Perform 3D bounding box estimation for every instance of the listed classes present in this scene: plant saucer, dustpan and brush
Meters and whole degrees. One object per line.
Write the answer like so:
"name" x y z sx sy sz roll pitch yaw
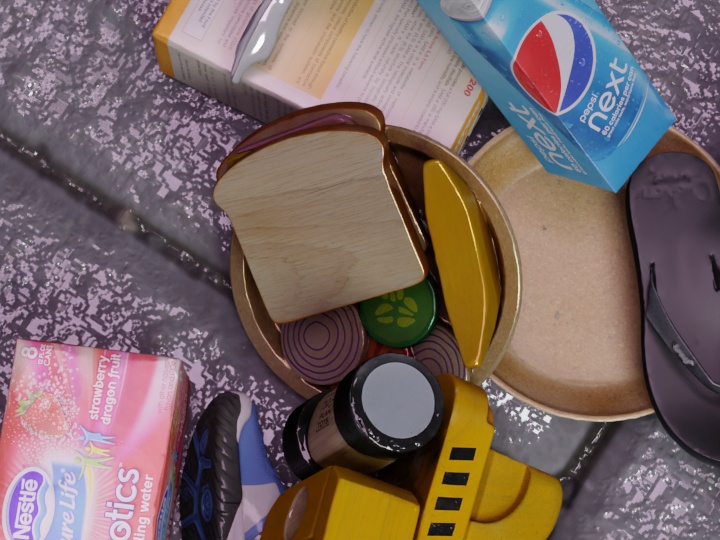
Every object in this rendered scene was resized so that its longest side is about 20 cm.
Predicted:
"plant saucer" 0.145 -0.003 1.208 0.200 0.035 0.201 0 77 -2
"dustpan and brush" -0.018 -0.195 1.146 0.057 0.140 0.200 20 101 -9

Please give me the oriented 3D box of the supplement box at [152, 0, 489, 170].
"supplement box" -0.013 -0.144 1.216 0.200 0.074 0.126 27 77 5

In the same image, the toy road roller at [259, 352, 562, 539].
"toy road roller" 0.025 0.152 1.082 0.146 0.123 0.200 23 66 -13

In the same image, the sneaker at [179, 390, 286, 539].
"sneaker" -0.059 0.171 1.155 0.077 0.076 0.200 -4 78 -23

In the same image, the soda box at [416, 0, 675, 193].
"soda box" 0.099 -0.136 1.126 0.064 0.068 0.200 -51 126 -11

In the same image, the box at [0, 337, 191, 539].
"box" -0.164 0.149 1.136 0.102 0.095 0.200 8 77 1

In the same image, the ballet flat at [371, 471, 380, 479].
"ballet flat" 0.062 0.174 1.161 0.067 0.046 0.200 -37 81 -9

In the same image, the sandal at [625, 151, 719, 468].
"sandal" 0.201 0.025 1.163 0.076 0.043 0.201 -14 79 -5

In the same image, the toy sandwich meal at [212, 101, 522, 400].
"toy sandwich meal" 0.000 0.000 1.146 0.205 0.070 0.206 4 104 17
